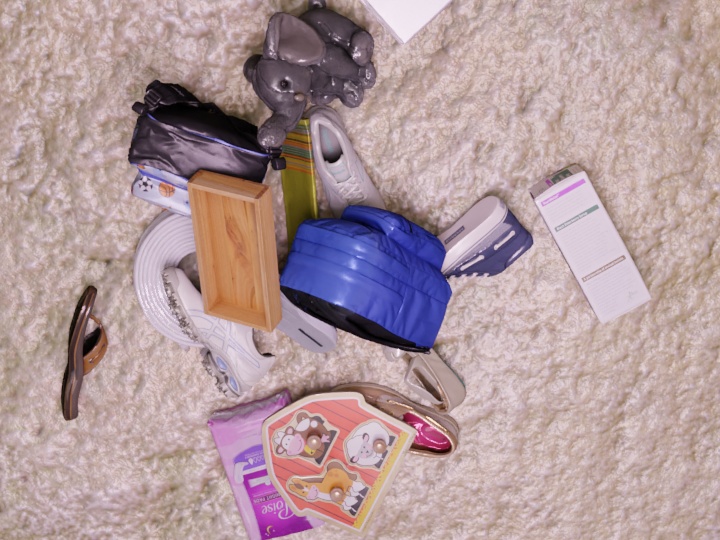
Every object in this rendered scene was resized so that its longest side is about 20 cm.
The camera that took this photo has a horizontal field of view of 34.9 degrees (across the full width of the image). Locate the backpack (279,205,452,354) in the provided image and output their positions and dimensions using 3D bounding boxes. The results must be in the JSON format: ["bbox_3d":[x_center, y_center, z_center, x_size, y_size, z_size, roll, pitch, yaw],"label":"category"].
[{"bbox_3d":[0.000,0.000,1.471,0.199,0.162,0.169,21,82,-43],"label":"backpack"}]

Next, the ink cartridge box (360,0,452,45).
[{"bbox_3d":[0.077,-0.358,1.419,0.146,0.200,0.086,-41,99,10],"label":"ink cartridge box"}]

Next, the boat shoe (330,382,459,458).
[{"bbox_3d":[0.047,0.214,1.618,0.198,0.069,0.074,16,103,-3],"label":"boat shoe"}]

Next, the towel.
[{"bbox_3d":[-0.084,-0.108,1.540,0.018,0.086,0.202,-13,106,-28],"label":"towel"}]

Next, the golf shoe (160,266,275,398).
[{"bbox_3d":[-0.190,0.068,1.528,0.097,0.078,0.201,-33,106,-12],"label":"golf shoe"}]

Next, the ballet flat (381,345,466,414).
[{"bbox_3d":[0.073,0.120,1.592,0.069,0.070,0.200,-39,99,9],"label":"ballet flat"}]

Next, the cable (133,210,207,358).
[{"bbox_3d":[-0.217,0.006,1.574,0.200,0.069,0.200,-38,100,9],"label":"cable"}]

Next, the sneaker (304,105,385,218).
[{"bbox_3d":[-0.024,-0.123,1.538,0.070,0.080,0.201,-27,103,5],"label":"sneaker"}]

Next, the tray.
[{"bbox_3d":[-0.152,-0.022,1.410,0.098,0.037,0.201,14,129,20],"label":"tray"}]

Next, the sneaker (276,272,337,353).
[{"bbox_3d":[-0.099,0.038,1.544,0.073,0.071,0.200,-19,139,22],"label":"sneaker"}]

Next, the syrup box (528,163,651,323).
[{"bbox_3d":[0.310,-0.038,1.552,0.081,0.079,0.201,-28,101,7],"label":"syrup box"}]

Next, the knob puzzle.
[{"bbox_3d":[-0.046,0.256,1.575,0.218,0.030,0.222,0,102,0],"label":"knob puzzle"}]

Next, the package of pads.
[{"bbox_3d":[-0.131,0.280,1.634,0.120,0.076,0.201,-16,102,7],"label":"package of pads"}]

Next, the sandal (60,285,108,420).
[{"bbox_3d":[-0.383,0.117,1.601,0.054,0.082,0.202,6,102,-18],"label":"sandal"}]

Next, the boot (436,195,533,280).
[{"bbox_3d":[0.139,-0.009,1.569,0.200,0.073,0.090,-37,119,20],"label":"boot"}]

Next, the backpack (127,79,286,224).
[{"bbox_3d":[-0.207,-0.148,1.479,0.199,0.191,0.155,24,108,-11],"label":"backpack"}]

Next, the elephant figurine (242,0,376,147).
[{"bbox_3d":[-0.085,-0.257,1.444,0.199,0.155,0.143,-20,126,-38],"label":"elephant figurine"}]
